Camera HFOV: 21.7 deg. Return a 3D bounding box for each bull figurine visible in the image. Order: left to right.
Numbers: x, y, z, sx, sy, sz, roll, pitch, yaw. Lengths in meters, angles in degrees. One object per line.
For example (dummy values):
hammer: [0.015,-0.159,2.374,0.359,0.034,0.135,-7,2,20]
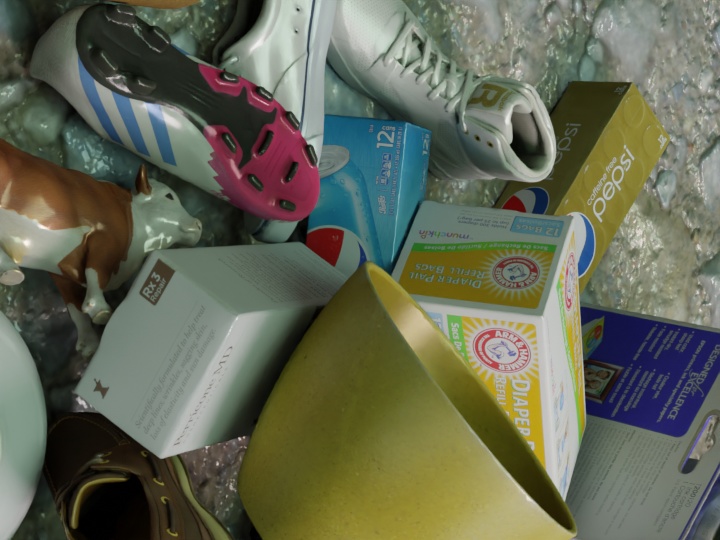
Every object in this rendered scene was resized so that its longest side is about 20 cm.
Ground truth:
bull figurine: [-0.180,-0.022,1.084,0.199,0.065,0.122,20,45,-35]

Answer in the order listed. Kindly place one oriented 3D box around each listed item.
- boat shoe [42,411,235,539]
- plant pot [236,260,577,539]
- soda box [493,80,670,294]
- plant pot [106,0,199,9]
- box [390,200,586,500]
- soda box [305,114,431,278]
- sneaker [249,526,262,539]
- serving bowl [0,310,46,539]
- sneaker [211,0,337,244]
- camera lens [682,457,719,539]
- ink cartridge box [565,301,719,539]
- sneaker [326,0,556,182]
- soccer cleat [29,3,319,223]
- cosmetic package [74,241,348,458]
boat shoe: [-0.137,0.130,1.066,0.067,0.200,0.072,35,92,-40]
plant pot: [0.011,0.116,1.103,0.142,0.200,0.200,-38,126,6]
soda box: [0.152,-0.048,1.409,0.068,0.064,0.201,49,62,-35]
plant pot: [-0.149,-0.229,1.040,0.200,0.185,0.188,32,73,-54]
box: [0.088,0.064,1.273,0.102,0.111,0.201,-66,155,-45]
soda box: [0.000,0.000,1.256,0.068,0.063,0.202,4,92,-73]
sneaker: [-0.033,0.203,1.268,0.090,0.076,0.202,1,93,-30]
serving bowl: [-0.252,0.097,1.042,0.199,0.065,0.202,-6,99,-42]
sneaker: [-0.064,-0.120,1.204,0.070,0.073,0.202,8,85,-25]
camera lens: [0.230,0.220,1.422,0.159,0.199,0.162,-6,99,-42]
ink cartridge box: [0.196,0.123,1.377,0.199,0.199,0.043,-56,130,-22]
sneaker: [0.059,-0.133,1.277,0.200,0.115,0.074,44,68,-36]
soccer cleat: [-0.111,-0.093,1.135,0.200,0.086,0.070,37,60,-31]
cosmetic package: [-0.076,0.043,1.129,0.102,0.074,0.200,-60,163,15]
